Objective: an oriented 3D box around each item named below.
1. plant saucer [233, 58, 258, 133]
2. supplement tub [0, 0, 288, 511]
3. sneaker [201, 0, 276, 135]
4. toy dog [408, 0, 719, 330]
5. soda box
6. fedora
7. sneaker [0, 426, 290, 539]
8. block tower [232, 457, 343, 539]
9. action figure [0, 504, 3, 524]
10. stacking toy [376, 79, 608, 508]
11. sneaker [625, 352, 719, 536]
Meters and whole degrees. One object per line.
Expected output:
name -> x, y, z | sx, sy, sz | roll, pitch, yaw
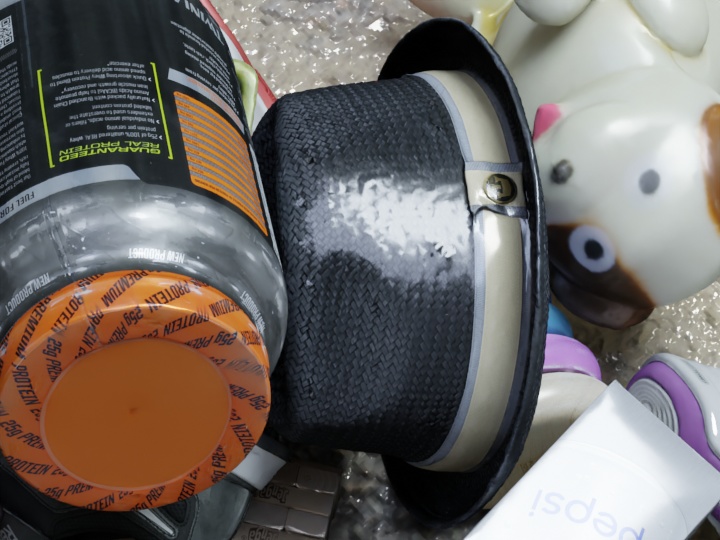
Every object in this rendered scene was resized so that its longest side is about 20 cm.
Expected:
plant saucer -> -0.151, 0.002, 1.078 | 0.199, 0.048, 0.201 | 8, 83, 5
supplement tub -> -0.094, -0.015, 0.946 | 0.122, 0.123, 0.200 | -5, 40, -8
sneaker -> -0.088, -0.049, 1.143 | 0.115, 0.078, 0.200 | -33, 70, 0
toy dog -> 0.109, -0.068, 1.107 | 0.139, 0.194, 0.200 | -31, 36, 23
soda box -> 0.051, 0.137, 0.973 | 0.063, 0.068, 0.200 | 42, 64, 9
fedora -> 0.000, 0.000, 1.001 | 0.091, 0.201, 0.201 | 2, 61, -21
sneaker -> -0.134, 0.068, 1.010 | 0.199, 0.066, 0.091 | 23, 84, 6
block tower -> -0.055, 0.166, 1.030 | 0.058, 0.054, 0.201 | 12, 62, 2
action figure -> -0.204, 0.160, 0.934 | 0.130, 0.069, 0.201 | 23, 68, -4
stacking toy -> 0.042, 0.000, 1.119 | 0.085, 0.086, 0.201 | -14, 58, -12
sneaker -> 0.185, 0.101, 1.043 | 0.099, 0.075, 0.200 | 7, 32, -29
